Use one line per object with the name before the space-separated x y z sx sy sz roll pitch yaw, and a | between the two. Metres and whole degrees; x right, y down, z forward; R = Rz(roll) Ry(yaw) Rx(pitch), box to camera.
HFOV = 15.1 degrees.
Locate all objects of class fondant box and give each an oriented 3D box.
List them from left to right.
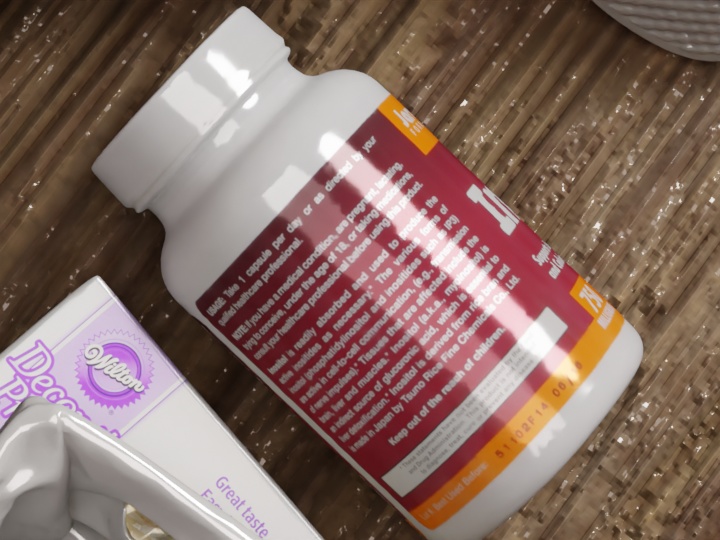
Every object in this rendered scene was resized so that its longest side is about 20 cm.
fondant box | -0.129 0.120 1.026 0.200 0.058 0.144 -41 92 -9

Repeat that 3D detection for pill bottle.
pill bottle | 0.000 0.000 1.021 0.200 0.113 0.113 43 83 -3

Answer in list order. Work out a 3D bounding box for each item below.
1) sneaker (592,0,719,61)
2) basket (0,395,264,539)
sneaker | 0.101 -0.178 1.063 0.200 0.075 0.105 40 56 -19
basket | -0.114 0.158 0.935 0.135 0.123 0.201 35 84 -5
